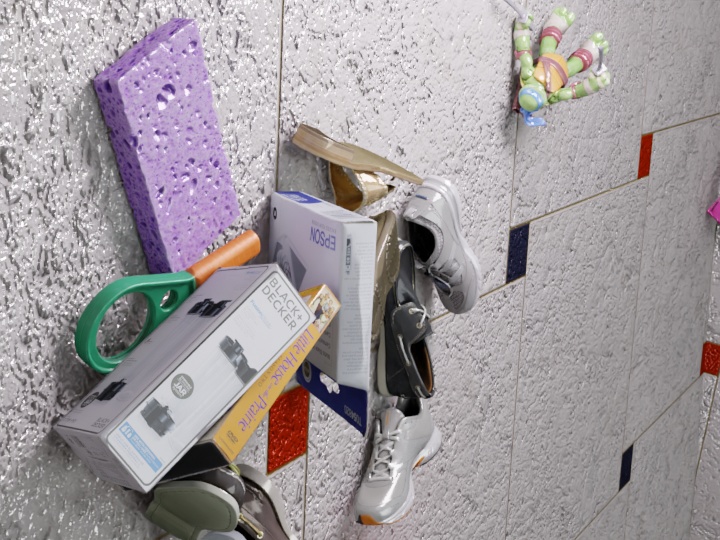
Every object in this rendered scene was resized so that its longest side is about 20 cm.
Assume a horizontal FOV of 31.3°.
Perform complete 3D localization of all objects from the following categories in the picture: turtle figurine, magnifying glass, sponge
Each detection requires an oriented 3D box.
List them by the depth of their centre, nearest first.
[{"bbox_3d":[-0.162,0.019,1.099,0.199,0.022,0.080,-33,137,-36],"label":"magnifying glass"},{"bbox_3d":[-0.160,-0.100,1.100,0.112,0.030,0.201,-50,141,-42],"label":"sponge"},{"bbox_3d":[0.287,-0.312,1.787,0.194,0.143,0.201,-52,145,-49],"label":"turtle figurine"}]

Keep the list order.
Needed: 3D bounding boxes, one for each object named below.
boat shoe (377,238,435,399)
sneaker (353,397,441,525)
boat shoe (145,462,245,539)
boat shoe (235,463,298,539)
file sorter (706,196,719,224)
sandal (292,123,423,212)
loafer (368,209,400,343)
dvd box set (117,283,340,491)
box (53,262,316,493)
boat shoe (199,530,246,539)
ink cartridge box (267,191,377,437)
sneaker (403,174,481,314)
[{"bbox_3d":[0.059,0.058,1.542,0.072,0.067,0.202,-28,119,-56],"label":"boat shoe"},{"bbox_3d":[0.034,0.221,1.552,0.200,0.075,0.093,-57,138,-51],"label":"sneaker"},{"bbox_3d":[-0.137,0.187,1.104,0.061,0.071,0.201,-59,-171,-25],"label":"boat shoe"},{"bbox_3d":[-0.097,0.284,1.306,0.060,0.071,0.201,-51,137,-35],"label":"boat shoe"},{"bbox_3d":[0.927,-0.172,2.962,0.200,0.139,0.125,-46,170,-3],"label":"file sorter"},{"bbox_3d":[-0.014,-0.097,1.366,0.211,0.077,0.070,15,105,-57],"label":"sandal"},{"bbox_3d":[0.000,0.000,1.413,0.201,0.067,0.077,-71,159,-53],"label":"loafer"},{"bbox_3d":[-0.115,0.098,1.092,0.029,0.146,0.200,53,43,-18],"label":"dvd box set"},{"bbox_3d":[-0.141,0.082,1.037,0.200,0.116,0.060,-47,110,-25],"label":"box"},{"bbox_3d":[-0.139,0.321,1.210,0.068,0.073,0.201,-39,144,-66],"label":"boat shoe"},{"bbox_3d":[-0.042,0.036,1.219,0.040,0.199,0.202,-3,101,-22],"label":"ink cartridge box"},{"bbox_3d":[0.090,-0.019,1.594,0.082,0.074,0.201,-43,130,-30],"label":"sneaker"}]
